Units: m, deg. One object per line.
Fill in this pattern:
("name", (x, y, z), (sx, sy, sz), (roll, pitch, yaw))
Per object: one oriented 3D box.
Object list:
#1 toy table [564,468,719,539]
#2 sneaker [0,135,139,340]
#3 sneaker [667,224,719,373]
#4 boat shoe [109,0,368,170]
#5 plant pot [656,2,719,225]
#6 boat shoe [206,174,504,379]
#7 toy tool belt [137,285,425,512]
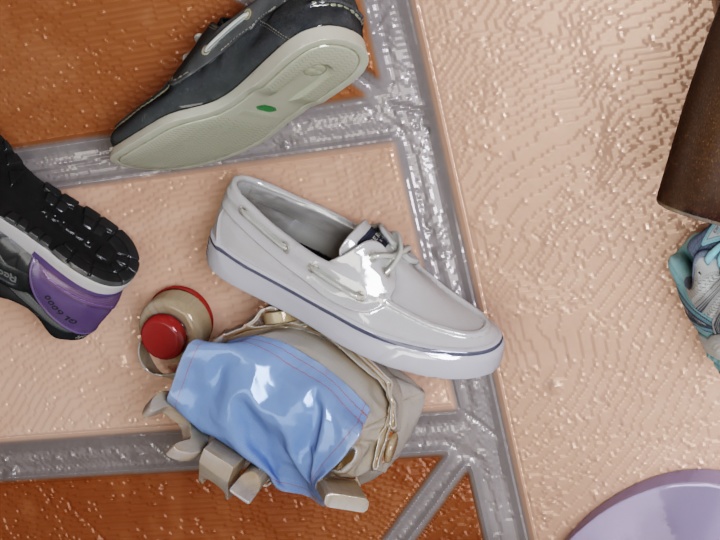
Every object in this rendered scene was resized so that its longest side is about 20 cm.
("toy table", (0.168, 0.221, 1.075), (0.183, 0.117, 0.200), (31, 120, 7))
("sneaker", (-0.247, -0.029, 1.158), (0.200, 0.076, 0.088), (40, 125, 2))
("sneaker", (0.214, 0.006, 0.937), (0.078, 0.200, 0.086), (-37, 91, -14))
("boat shoe", (-0.077, -0.117, 1.069), (0.200, 0.072, 0.068), (-28, 63, 35))
("plant pot", (0.256, -0.120, 0.881), (0.186, 0.187, 0.201), (10, 100, 17))
("boat shoe", (0.000, 0.000, 1.078), (0.200, 0.072, 0.066), (27, 123, 18))
("toy tool belt", (-0.068, 0.081, 1.103), (0.199, 0.123, 0.125), (25, 118, 10))
